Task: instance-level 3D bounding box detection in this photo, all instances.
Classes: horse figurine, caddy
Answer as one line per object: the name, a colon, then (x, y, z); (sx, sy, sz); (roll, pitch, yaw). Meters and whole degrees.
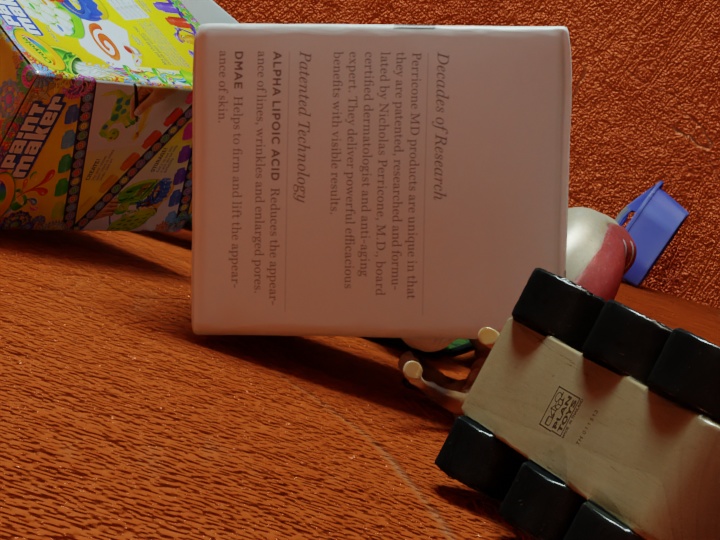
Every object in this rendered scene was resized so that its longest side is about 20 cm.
horse figurine: (0.106, 0.062, 0.866); (0.198, 0.050, 0.133); (3, -17, 13)
caddy: (0.505, -0.066, 3.042); (0.105, 0.201, 0.141); (35, 9, 9)

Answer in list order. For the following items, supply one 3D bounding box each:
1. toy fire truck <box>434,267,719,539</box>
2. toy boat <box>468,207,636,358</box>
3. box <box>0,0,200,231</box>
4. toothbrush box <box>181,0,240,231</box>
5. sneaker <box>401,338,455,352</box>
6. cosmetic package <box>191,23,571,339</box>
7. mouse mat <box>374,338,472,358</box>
toy fire truck: (0.161, 0.080, 0.687); (0.199, 0.129, 0.176); (28, 0, -23)
toy boat: (0.156, 0.038, 1.189); (0.131, 0.130, 0.200); (48, 11, 10)
box: (-0.210, -0.136, 1.110); (0.192, 0.122, 0.200); (0, 42, -50)
toothbrush box: (-0.144, -0.136, 1.343); (0.200, 0.147, 0.085); (40, -9, -15)
sneaker: (0.000, 0.000, 1.165); (0.079, 0.129, 0.200); (44, 26, -41)
cosmetic package: (0.017, -0.048, 0.948); (0.198, 0.167, 0.165); (1, 2, 5)
mouse mat: (0.000, 0.031, 1.222); (0.160, 0.008, 0.200); (19, 4, 12)
